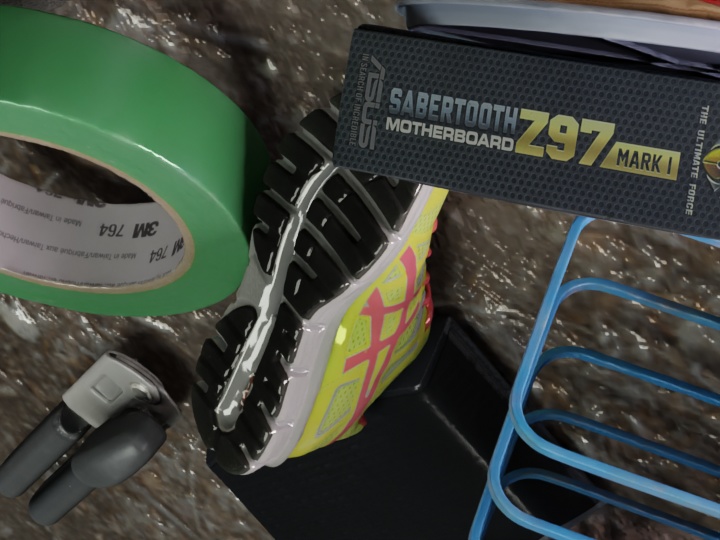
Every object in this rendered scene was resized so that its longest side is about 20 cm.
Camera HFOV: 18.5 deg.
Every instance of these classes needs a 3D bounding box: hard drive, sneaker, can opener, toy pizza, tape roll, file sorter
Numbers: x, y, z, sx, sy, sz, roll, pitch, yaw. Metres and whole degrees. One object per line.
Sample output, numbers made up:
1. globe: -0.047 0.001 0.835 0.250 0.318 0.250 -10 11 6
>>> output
1. hard drive: 0.013 0.101 1.085 0.135 0.042 0.199 49 142 -14
2. sneaker: 0.000 0.000 0.964 0.078 0.090 0.201 52 126 35
3. can opener: -0.156 0.098 1.211 0.053 0.067 0.200 42 148 -7
4. toy pizza: 0.110 -0.082 0.732 0.199 0.200 0.032 10 93 33
5. tape roll: -0.140 -0.045 0.995 0.198 0.049 0.201 10 154 5
6. file sorter: 0.113 0.092 0.895 0.122 0.139 0.201 19 140 7

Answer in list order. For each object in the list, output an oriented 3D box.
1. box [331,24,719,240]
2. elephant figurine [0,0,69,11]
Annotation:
1. box: 0.107 -0.040 0.747 0.157 0.199 0.052 13 96 31
2. elephant figurine: -0.229 -0.166 0.917 0.198 0.155 0.143 7 114 5
